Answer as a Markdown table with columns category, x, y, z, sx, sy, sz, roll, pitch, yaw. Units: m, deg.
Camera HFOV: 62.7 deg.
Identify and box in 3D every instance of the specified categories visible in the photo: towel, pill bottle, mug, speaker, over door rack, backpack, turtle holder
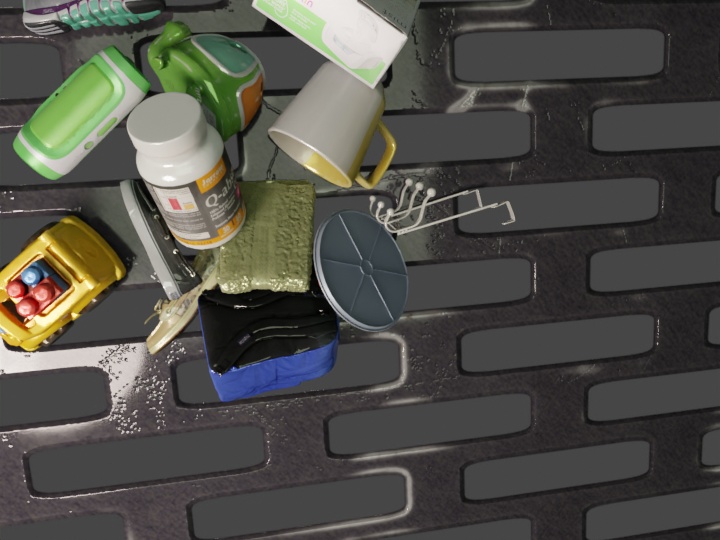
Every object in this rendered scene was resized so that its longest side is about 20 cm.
| category | x | y | z | sx | sy | sz | roll | pitch | yaw |
| --- | --- | --- | --- | --- | --- | --- | --- | --- | --- |
| towel | -0.140 | -0.056 | 0.900 | 0.146 | 0.037 | 0.202 | -1 | 61 | -3 |
| pill bottle | -0.232 | -0.130 | 0.801 | 0.115 | 0.117 | 0.201 | -16 | 146 | -6 |
| mug | -0.034 | -0.226 | 0.907 | 0.149 | 0.187 | 0.154 | 29 | 84 | 20 |
| speaker | -0.401 | -0.227 | 0.854 | 0.200 | 0.088 | 0.088 | -44 | 103 | 0 |
| over door rack | 0.120 | -0.108 | 0.929 | 0.197 | 0.148 | 0.067 | -6 | 106 | -8 |
| backpack | -0.133 | 0.101 | 0.912 | 0.198 | 0.169 | 0.164 | -15 | 58 | -11 |
| turtle holder | -0.223 | -0.275 | 0.861 | 0.132 | 0.185 | 0.142 | -42 | 140 | -25 |

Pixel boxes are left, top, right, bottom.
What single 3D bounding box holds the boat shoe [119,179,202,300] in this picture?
| category | x | y | z | sx | sy | sz | roll | pitch | yaw |
| --- | --- | --- | --- | --- | --- | --- | --- | --- | --- |
| boat shoe | -0.301 | -0.053 | 0.892 | 0.056 | 0.069 | 0.201 | -25 | 81 | -14 |

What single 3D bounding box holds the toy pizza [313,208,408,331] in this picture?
| category | x | y | z | sx | sy | sz | roll | pitch | yaw |
| --- | --- | --- | --- | --- | --- | --- | --- | --- | --- |
| toy pizza | 0.000 | 0.000 | 0.935 | 0.199 | 0.032 | 0.202 | 20 | 59 | -37 |

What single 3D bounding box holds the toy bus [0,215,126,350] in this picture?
| category | x | y | z | sx | sy | sz | roll | pitch | yaw |
| --- | --- | --- | --- | --- | --- | --- | --- | --- | --- |
| toy bus | -0.458 | 0.035 | 0.835 | 0.200 | 0.192 | 0.136 | -41 | 105 | 1 |

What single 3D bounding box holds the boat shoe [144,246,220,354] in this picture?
| category | x | y | z | sx | sy | sz | roll | pitch | yaw |
| --- | --- | --- | --- | --- | --- | --- | --- | --- | --- |
| boat shoe | -0.276 | 0.041 | 0.932 | 0.063 | 0.073 | 0.201 | 38 | 81 | -7 |

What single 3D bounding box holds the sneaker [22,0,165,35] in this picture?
| category | x | y | z | sx | sy | sz | roll | pitch | yaw |
| --- | --- | --- | --- | --- | --- | --- | --- | --- | --- |
| sneaker | -0.382 | -0.396 | 0.836 | 0.198 | 0.074 | 0.089 | -11 | 96 | -7 |

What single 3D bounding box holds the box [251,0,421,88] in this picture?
| category | x | y | z | sx | sy | sz | roll | pitch | yaw |
| --- | --- | --- | --- | --- | --- | --- | --- | --- | --- |
| box | -0.024 | -0.382 | 0.833 | 0.199 | 0.177 | 0.097 | 30 | 132 | -14 |
